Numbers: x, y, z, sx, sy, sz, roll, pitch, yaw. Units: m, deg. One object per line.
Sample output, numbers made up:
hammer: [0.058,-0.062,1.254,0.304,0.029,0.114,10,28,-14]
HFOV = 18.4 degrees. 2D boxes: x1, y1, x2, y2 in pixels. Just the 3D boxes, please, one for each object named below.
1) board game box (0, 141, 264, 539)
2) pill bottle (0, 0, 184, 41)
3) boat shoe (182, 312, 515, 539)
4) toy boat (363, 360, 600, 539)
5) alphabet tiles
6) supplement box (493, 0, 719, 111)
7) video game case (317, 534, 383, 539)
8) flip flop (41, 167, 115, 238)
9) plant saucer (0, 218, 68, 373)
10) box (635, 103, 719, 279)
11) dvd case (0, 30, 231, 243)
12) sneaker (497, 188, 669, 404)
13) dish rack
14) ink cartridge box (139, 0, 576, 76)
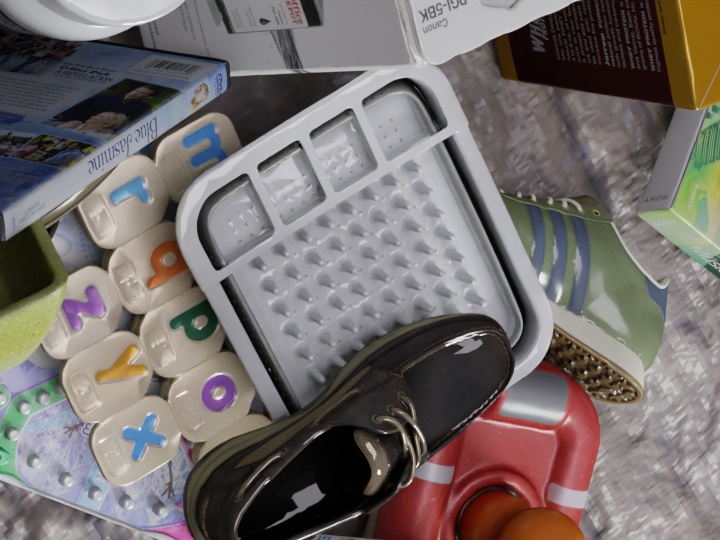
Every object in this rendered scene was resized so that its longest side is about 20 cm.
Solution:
board game box: [-0.108,0.041,1.218,0.199,0.026,0.202,25,86,-29]
pill bottle: [-0.148,-0.169,1.064,0.112,0.200,0.114,-5,100,-27]
boat shoe: [0.004,0.095,1.167,0.199,0.073,0.075,-34,114,-11]
toy boat: [0.083,0.153,1.276,0.130,0.131,0.202,11,95,-28]
alphabet tiles: [-0.078,0.021,1.208,0.195,0.015,0.201,-31,111,-20]
supplement box: [0.162,-0.209,1.221,0.132,0.200,0.199,-20,107,-23]
video game case: [0.042,0.219,1.245,0.198,0.018,0.144,3,113,15]
flip flop: [-0.195,-0.018,1.142,0.200,0.081,0.058,-50,159,-1]
plant saucer: [-0.239,0.020,1.035,0.199,0.200,0.048,-26,125,-7]
box: [0.268,-0.046,1.379,0.199,0.036,0.145,34,67,-27]
dvd case: [-0.171,-0.070,1.056,0.200,0.142,0.018,-42,136,-52]
sneaker: [0.105,-0.013,1.308,0.200,0.067,0.090,40,61,-19]
dish rack: [0.000,0.000,1.206,0.171,0.043,0.201,-33,112,-13]
ink cartridge box: [-0.002,-0.158,1.126,0.146,0.199,0.084,-28,111,-40]
